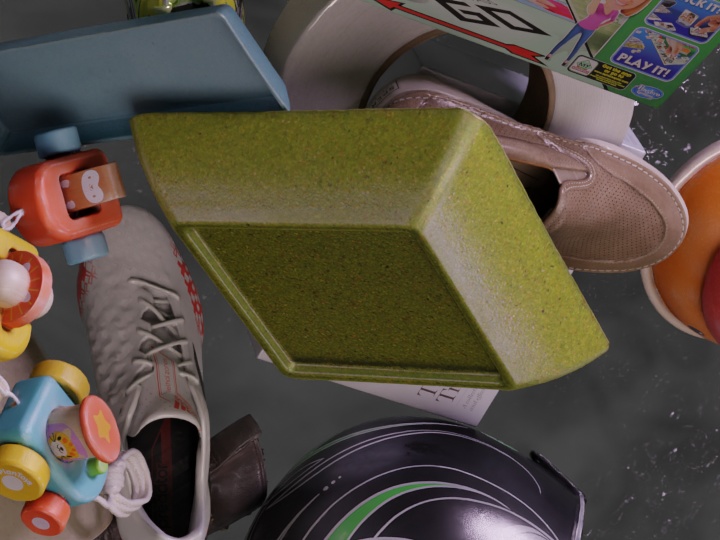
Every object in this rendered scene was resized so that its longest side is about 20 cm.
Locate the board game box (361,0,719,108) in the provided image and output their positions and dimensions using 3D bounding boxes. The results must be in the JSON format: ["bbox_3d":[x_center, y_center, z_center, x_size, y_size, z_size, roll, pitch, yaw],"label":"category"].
[{"bbox_3d":[0.095,-0.156,1.114,0.200,0.029,0.135,17,140,-22],"label":"board game box"}]

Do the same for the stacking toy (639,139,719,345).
[{"bbox_3d":[0.253,0.022,1.321,0.146,0.200,0.146,-8,123,-12],"label":"stacking toy"}]

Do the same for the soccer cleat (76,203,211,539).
[{"bbox_3d":[-0.111,0.059,1.259,0.068,0.085,0.201,-4,82,-14],"label":"soccer cleat"}]

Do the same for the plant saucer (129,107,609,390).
[{"bbox_3d":[0.000,0.000,1.179,0.200,0.048,0.200,1,145,29],"label":"plant saucer"}]

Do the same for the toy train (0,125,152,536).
[{"bbox_3d":[-0.138,0.027,1.153,0.056,0.150,0.201,-13,89,32],"label":"toy train"}]

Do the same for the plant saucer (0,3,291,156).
[{"bbox_3d":[-0.126,-0.095,1.173,0.200,0.019,0.070,-5,134,35],"label":"plant saucer"}]

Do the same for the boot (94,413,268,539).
[{"bbox_3d":[-0.129,0.168,1.372,0.174,0.069,0.200,-30,163,-22],"label":"boot"}]

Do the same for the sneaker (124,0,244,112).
[{"bbox_3d":[-0.087,-0.164,1.173,0.075,0.076,0.200,-15,126,-7],"label":"sneaker"}]

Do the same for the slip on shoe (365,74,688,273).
[{"bbox_3d":[0.091,-0.039,1.209,0.200,0.061,0.076,25,114,-31],"label":"slip on shoe"}]

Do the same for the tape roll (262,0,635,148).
[{"bbox_3d":[0.045,-0.091,1.219,0.202,0.037,0.203,-8,127,-11],"label":"tape roll"}]

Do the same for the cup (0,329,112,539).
[{"bbox_3d":[-0.240,0.076,1.233,0.200,0.200,0.144,-10,100,-11],"label":"cup"}]

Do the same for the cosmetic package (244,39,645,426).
[{"bbox_3d":[0.045,-0.020,1.324,0.151,0.052,0.200,19,115,-23],"label":"cosmetic package"}]

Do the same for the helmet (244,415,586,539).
[{"bbox_3d":[0.022,0.184,1.362,0.190,0.200,0.200,13,120,3],"label":"helmet"}]
